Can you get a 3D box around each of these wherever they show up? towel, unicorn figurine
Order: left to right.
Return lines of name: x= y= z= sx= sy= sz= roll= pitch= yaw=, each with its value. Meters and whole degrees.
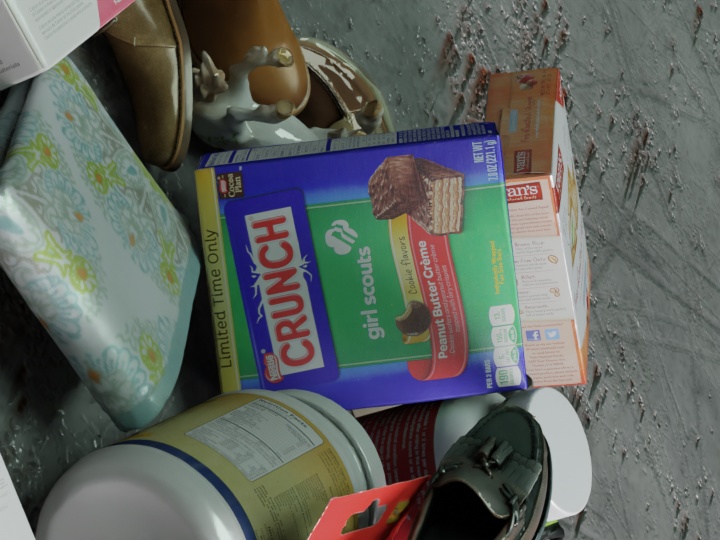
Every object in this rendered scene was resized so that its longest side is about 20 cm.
towel: x=-0.164 y=-0.022 z=1.311 sx=0.171 sy=0.048 sz=0.200 roll=55 pitch=19 yaw=-25
unicorn figurine: x=-0.052 y=-0.082 z=1.506 sx=0.200 sy=0.137 sz=0.074 roll=43 pitch=50 yaw=-18

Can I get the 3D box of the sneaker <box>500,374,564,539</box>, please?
sneaker: x=0.113 y=0.171 z=1.621 sx=0.071 sy=0.082 sz=0.201 roll=-1 pitch=94 yaw=-72

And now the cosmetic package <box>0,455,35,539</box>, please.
cosmetic package: x=-0.251 y=0.147 z=1.120 sx=0.200 sy=0.050 sz=0.083 roll=-30 pitch=102 yaw=-59

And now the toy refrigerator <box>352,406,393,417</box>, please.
toy refrigerator: x=0.064 y=0.061 z=1.653 sx=0.200 sy=0.070 sz=0.076 roll=-36 pitch=106 yaw=-57

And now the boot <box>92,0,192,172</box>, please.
boot: x=-0.157 y=-0.161 z=1.436 sx=0.075 sy=0.074 sz=0.201 roll=-7 pitch=84 yaw=-30

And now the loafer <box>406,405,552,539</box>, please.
loafer: x=0.064 y=0.153 z=1.300 sx=0.063 sy=0.072 sz=0.200 roll=80 pitch=30 yaw=-48

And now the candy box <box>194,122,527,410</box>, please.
candy box: x=0.000 y=0.000 z=1.421 sx=0.077 sy=0.199 sz=0.170 roll=-77 pitch=160 yaw=-81

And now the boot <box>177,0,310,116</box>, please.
boot: x=-0.081 y=-0.195 z=1.467 sx=0.074 sy=0.155 sz=0.201 roll=-34 pitch=97 yaw=-18

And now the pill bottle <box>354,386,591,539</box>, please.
pill bottle: x=0.048 y=0.141 z=1.459 sx=0.112 sy=0.199 sz=0.113 roll=32 pitch=49 yaw=-47

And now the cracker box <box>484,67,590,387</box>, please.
cracker box: x=0.132 y=-0.031 z=1.626 sx=0.134 sy=0.057 sz=0.201 roll=-81 pitch=161 yaw=-49

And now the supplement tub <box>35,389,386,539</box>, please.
supplement tub: x=-0.083 y=0.152 z=1.298 sx=0.200 sy=0.144 sz=0.145 roll=-21 pitch=93 yaw=-60

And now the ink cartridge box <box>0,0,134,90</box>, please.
ink cartridge box: x=-0.229 y=-0.221 z=1.311 sx=0.201 sy=0.082 sz=0.147 roll=63 pitch=32 yaw=-16

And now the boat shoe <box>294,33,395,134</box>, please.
boat shoe: x=-0.013 y=-0.088 z=1.604 sx=0.200 sy=0.075 sz=0.072 roll=50 pitch=39 yaw=-30

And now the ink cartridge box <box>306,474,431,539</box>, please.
ink cartridge box: x=-0.020 y=0.219 z=1.266 sx=0.050 sy=0.201 sz=0.161 roll=36 pitch=12 yaw=18

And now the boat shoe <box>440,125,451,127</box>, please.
boat shoe: x=0.038 y=-0.058 z=1.541 sx=0.199 sy=0.073 sz=0.068 roll=-43 pitch=157 yaw=-44
